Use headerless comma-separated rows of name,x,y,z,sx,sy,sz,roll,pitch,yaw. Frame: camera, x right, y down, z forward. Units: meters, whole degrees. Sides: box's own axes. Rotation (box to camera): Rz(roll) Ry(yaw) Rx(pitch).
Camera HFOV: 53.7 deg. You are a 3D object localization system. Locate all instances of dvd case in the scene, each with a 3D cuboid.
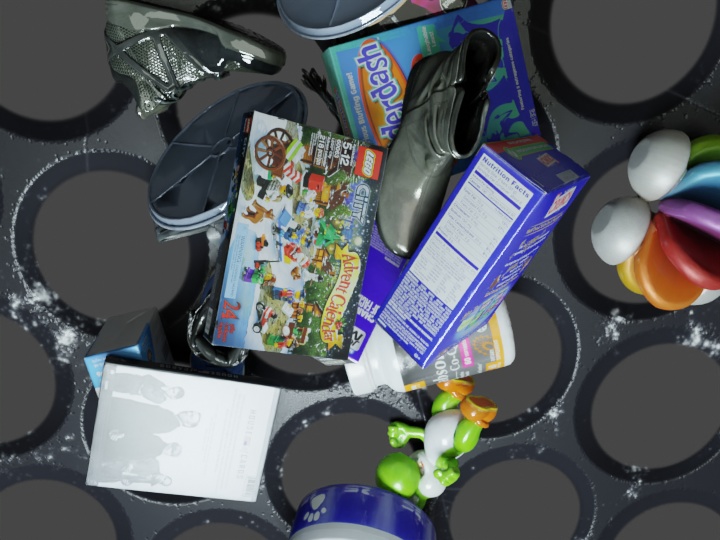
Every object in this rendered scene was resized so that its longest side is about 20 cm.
dvd case,-0.200,0.184,0.810,0.195,0.025,0.154,11,104,-16

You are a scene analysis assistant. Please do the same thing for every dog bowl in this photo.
dog bowl,0.001,0.371,0.933,0.195,0.080,0.203,7,132,8

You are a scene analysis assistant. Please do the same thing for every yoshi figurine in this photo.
yoshi figurine,0.084,0.231,0.918,0.110,0.112,0.203,28,109,5

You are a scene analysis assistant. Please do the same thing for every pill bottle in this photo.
pill bottle,0.077,0.078,0.852,0.195,0.117,0.119,-15,110,3

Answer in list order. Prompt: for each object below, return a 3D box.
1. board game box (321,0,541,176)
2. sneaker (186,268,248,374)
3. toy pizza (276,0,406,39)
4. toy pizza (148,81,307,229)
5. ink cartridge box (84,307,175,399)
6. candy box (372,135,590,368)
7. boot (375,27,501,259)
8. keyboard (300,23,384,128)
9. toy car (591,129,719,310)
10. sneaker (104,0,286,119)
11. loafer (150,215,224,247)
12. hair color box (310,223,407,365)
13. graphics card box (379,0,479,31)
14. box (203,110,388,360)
board game box,0.075,-0.173,0.722,0.196,0.045,0.156,-19,101,-10
sneaker,-0.172,0.102,0.853,0.075,0.112,0.204,12,109,-6
toy pizza,0.002,-0.306,0.695,0.199,0.202,0.032,-38,142,11
toy pizza,-0.135,-0.117,0.738,0.197,0.202,0.032,-31,131,9
ink cartridge box,-0.260,0.164,0.868,0.066,0.116,0.205,-12,109,0
candy box,0.119,-0.024,0.684,0.077,0.168,0.202,41,118,17
boot,0.066,-0.106,0.637,0.066,0.131,0.205,9,95,-14
keyboard,0.005,-0.189,0.777,0.126,0.021,0.201,-20,115,42
toy car,0.375,-0.049,0.801,0.172,0.150,0.203,24,107,-10
sneaker,-0.179,-0.215,0.764,0.194,0.077,0.117,11,111,-2
loafer,-0.147,-0.061,0.794,0.196,0.068,0.072,1,91,22
hair color box,0.000,0.000,0.780,0.064,0.109,0.203,29,73,-13
graphics card box,0.067,-0.260,0.769,0.125,0.051,0.201,-38,106,11
box,-0.058,-0.027,0.651,0.134,0.038,0.205,9,93,-26
